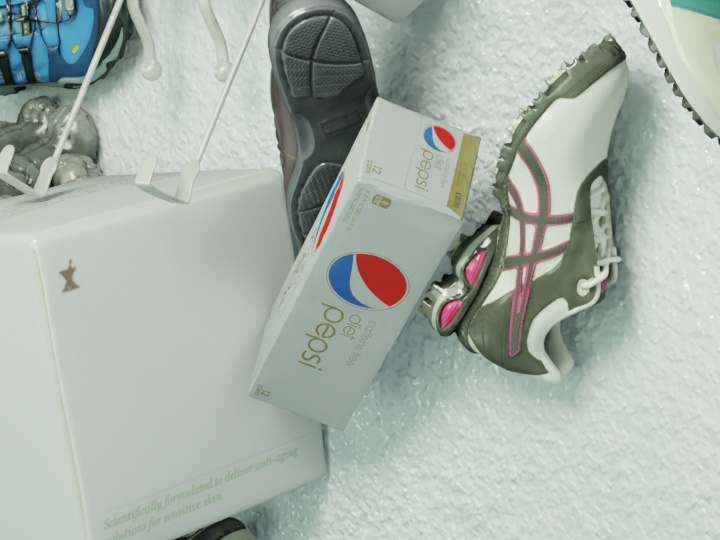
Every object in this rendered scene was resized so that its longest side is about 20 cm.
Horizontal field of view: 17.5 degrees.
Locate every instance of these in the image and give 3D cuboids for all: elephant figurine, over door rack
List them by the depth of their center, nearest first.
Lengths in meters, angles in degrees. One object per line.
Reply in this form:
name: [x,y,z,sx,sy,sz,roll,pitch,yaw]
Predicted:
over door rack: [-0.108,-0.114,1.379,0.147,0.067,0.201,4,56,45]
elephant figurine: [-0.273,-0.046,1.519,0.141,0.199,0.156,-31,75,44]

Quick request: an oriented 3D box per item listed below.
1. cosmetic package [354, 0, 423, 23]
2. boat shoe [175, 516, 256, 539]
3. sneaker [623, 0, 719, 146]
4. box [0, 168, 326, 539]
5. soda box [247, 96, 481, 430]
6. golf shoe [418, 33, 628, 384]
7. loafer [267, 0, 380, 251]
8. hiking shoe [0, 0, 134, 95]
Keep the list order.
cosmetic package: [-0.033,-0.237,1.302,0.074,0.102,0.200,-44,64,14]
boat shoe: [-0.137,0.201,1.515,0.200,0.072,0.063,-46,68,45]
sneaker: [0.175,-0.150,1.136,0.093,0.070,0.201,-29,88,17]
box: [-0.155,0.052,1.410,0.171,0.198,0.201,-1,102,45]
soda box: [0.000,0.000,1.301,0.200,0.063,0.068,117,170,-47]
golf shoe: [0.109,-0.032,1.236,0.088,0.077,0.201,34,126,16]
loafer: [-0.017,-0.086,1.323,0.063,0.071,0.201,-109,8,-46]
hiking shoe: [-0.227,-0.152,1.530,0.199,0.086,0.075,-16,78,45]
